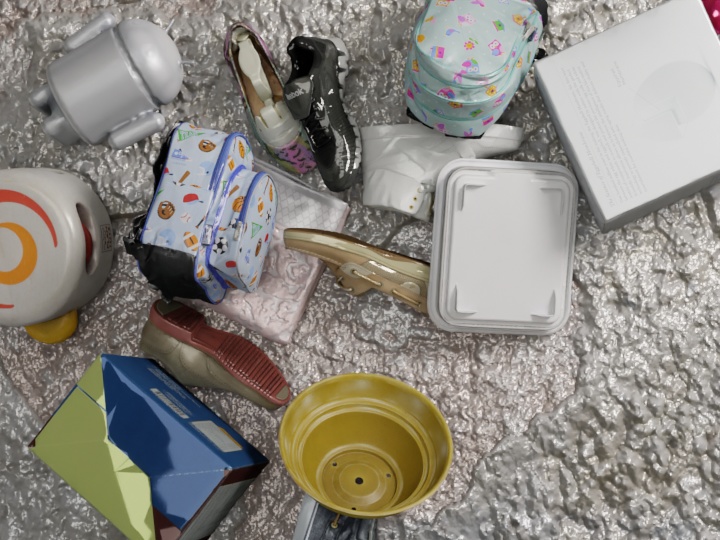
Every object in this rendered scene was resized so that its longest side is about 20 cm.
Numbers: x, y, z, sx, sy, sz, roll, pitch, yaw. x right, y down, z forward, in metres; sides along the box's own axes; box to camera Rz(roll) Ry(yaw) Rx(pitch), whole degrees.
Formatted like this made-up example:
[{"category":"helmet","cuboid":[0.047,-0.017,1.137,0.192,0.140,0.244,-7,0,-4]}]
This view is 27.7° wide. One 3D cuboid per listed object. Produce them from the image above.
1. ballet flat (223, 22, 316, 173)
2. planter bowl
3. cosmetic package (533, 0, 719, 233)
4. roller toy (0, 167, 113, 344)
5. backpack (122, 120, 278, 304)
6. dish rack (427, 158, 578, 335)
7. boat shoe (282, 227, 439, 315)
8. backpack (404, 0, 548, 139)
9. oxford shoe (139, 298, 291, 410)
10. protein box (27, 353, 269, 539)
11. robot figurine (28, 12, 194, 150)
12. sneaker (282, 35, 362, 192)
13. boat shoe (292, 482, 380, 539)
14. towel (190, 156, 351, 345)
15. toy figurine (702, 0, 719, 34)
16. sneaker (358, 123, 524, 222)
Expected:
[{"category":"ballet flat","cuboid":[-0.114,-0.209,1.758,0.069,0.071,0.201,-27,82,4]},{"category":"planter bowl","cuboid":[0.002,0.220,1.676,0.198,0.084,0.201,4,45,-4]},{"category":"cosmetic package","cuboid":[0.325,-0.176,1.666,0.199,0.123,0.201,-23,82,4]},{"category":"roller toy","cuboid":[-0.392,-0.029,1.747,0.200,0.140,0.183,40,101,6]},{"category":"backpack","cuboid":[-0.176,-0.068,1.671,0.153,0.200,0.192,6,76,2]},{"category":"dish rack","cuboid":[0.167,-0.024,1.680,0.170,0.044,0.202,3,96,-6]},{"category":"boat shoe","cuboid":[0.000,0.000,1.709,0.198,0.071,0.065,17,96,-5]},{"category":"backpack","cuboid":[0.120,-0.252,1.671,0.166,0.127,0.201,15,55,13]},{"category":"oxford shoe","cuboid":[-0.174,0.114,1.750,0.199,0.070,0.075,34,116,8]},{"category":"protein box","cuboid":[-0.235,0.210,1.671,0.198,0.200,0.135,39,91,9]},{"category":"robot figurine","cuboid":[-0.298,-0.228,1.764,0.199,0.113,0.171,-28,78,5]},{"category":"sneaker","cuboid":[-0.053,-0.189,1.722,0.066,0.090,0.202,-22,68,40]},{"category":"boat shoe","cuboid":[-0.040,0.351,1.695,0.090,0.071,0.202,13,85,13]},{"category":"towel","cuboid":[-0.135,-0.036,1.766,0.199,0.032,0.192,26,89,10]},{"category":"toy figurine","cuboid":[0.458,-0.298,1.640,0.184,0.200,0.150,39,79,22]},{"category":"sneaker","cuboid":[0.096,-0.115,1.724,0.198,0.074,0.117,-2,87,17]}]
